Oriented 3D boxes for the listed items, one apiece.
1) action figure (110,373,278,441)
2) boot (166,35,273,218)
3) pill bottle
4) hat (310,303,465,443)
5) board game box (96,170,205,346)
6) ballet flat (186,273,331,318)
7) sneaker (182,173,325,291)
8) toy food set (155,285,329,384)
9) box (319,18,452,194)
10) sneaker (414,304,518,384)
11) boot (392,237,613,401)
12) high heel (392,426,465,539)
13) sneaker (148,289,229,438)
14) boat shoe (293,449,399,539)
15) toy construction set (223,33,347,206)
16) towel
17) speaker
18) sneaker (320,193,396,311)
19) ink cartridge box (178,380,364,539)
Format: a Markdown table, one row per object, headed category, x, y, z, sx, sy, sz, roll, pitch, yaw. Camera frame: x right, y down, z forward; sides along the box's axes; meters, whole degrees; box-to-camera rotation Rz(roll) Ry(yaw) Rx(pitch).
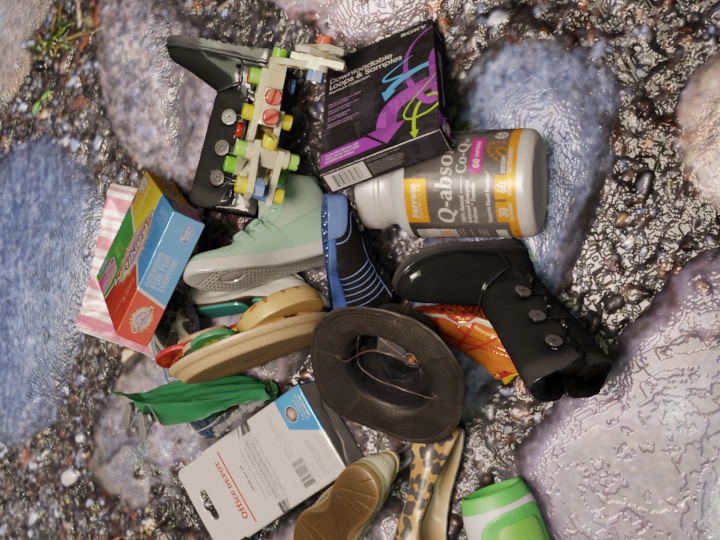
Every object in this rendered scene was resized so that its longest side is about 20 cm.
| category | x | y | z | sx | sy | sz | roll | pitch | yaw |
| --- | --- | --- | --- | --- | --- | --- | --- | --- | --- |
| action figure | -0.176 | 0.155 | 1.160 | 0.117 | 0.198 | 0.056 | 23 | 112 | 47 |
| boot | -0.179 | -0.177 | 1.217 | 0.162 | 0.065 | 0.204 | 13 | 99 | 22 |
| pill bottle | 0.100 | -0.094 | 1.087 | 0.197 | 0.116 | 0.119 | 0 | 90 | 20 |
| hat | 0.037 | 0.093 | 1.086 | 0.197 | 0.081 | 0.203 | 14 | 134 | 15 |
| board game box | -0.251 | -0.021 | 1.168 | 0.040 | 0.200 | 0.155 | 23 | 98 | -26 |
| ballet flat | -0.125 | 0.021 | 1.206 | 0.197 | 0.069 | 0.071 | -1 | 90 | 22 |
| sneaker | -0.123 | -0.050 | 1.152 | 0.198 | 0.074 | 0.120 | -14 | 73 | -24 |
| toy food set | -0.127 | 0.077 | 1.110 | 0.195 | 0.200 | 0.049 | -21 | 81 | 0 |
| box | 0.026 | -0.185 | 1.096 | 0.141 | 0.036 | 0.202 | -19 | 43 | 19 |
| sneaker | 0.142 | 0.083 | 1.098 | 0.197 | 0.073 | 0.078 | 16 | 104 | 22 |
| boot | 0.141 | 0.055 | 1.018 | 0.162 | 0.066 | 0.201 | -13 | 48 | -15 |
| high heel | 0.098 | 0.281 | 1.112 | 0.142 | 0.071 | 0.202 | -39 | 68 | 23 |
| sneaker | -0.217 | 0.111 | 1.231 | 0.085 | 0.076 | 0.203 | 8 | 120 | 57 |
| boat shoe | -0.014 | 0.278 | 1.141 | 0.073 | 0.062 | 0.201 | 49 | 132 | 13 |
| toy construction set | -0.094 | -0.174 | 1.105 | 0.091 | 0.131 | 0.202 | 27 | 90 | -15 |
| towel | -0.286 | 0.001 | 1.280 | 0.144 | 0.030 | 0.203 | 16 | 96 | 19 |
| speaker | 0.177 | 0.335 | 1.078 | 0.087 | 0.088 | 0.203 | -22 | 83 | 19 |
| sneaker | 0.000 | 0.000 | 1.117 | 0.077 | 0.070 | 0.203 | -9 | 124 | -6 |
| ink cartridge box | -0.109 | 0.235 | 1.194 | 0.199 | 0.068 | 0.117 | -35 | 79 | 17 |
